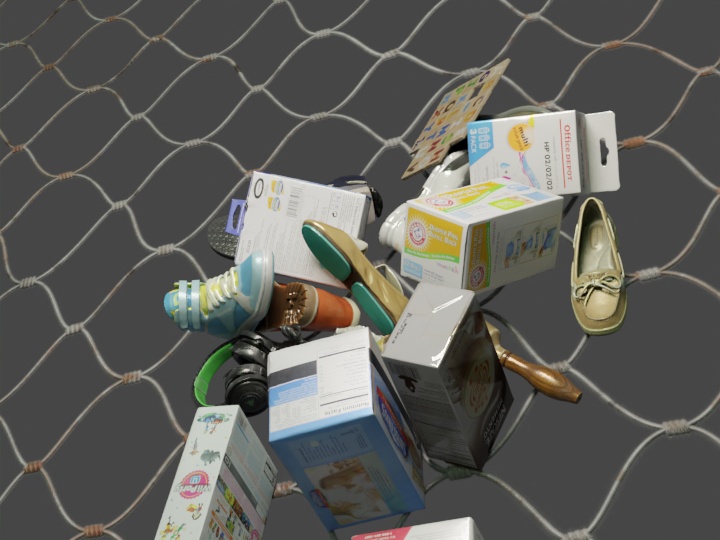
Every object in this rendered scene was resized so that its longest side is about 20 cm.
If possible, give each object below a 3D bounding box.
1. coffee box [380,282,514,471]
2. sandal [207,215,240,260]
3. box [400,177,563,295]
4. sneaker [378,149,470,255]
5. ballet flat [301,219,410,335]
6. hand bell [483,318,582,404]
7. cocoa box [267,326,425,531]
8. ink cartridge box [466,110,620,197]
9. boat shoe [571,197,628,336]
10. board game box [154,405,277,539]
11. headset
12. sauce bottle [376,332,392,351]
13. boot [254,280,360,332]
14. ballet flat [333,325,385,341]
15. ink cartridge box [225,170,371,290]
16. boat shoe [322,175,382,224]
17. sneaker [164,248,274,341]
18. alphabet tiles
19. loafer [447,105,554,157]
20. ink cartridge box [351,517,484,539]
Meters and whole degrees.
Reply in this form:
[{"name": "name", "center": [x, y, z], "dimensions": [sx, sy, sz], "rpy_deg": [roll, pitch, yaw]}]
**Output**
[{"name": "coffee box", "center": [0.106, 0.127, 1.471], "dimensions": [0.079, 0.201, 0.115], "rpy_deg": [9, 53, 31]}, {"name": "sandal", "center": [-0.144, -0.028, 1.875], "dimensions": [0.198, 0.045, 0.076], "rpy_deg": [18, 60, 20]}, {"name": "box", "center": [0.158, -0.045, 1.622], "dimensions": [0.112, 0.103, 0.199], "rpy_deg": [22, 27, 39]}, {"name": "sneaker", "center": [0.116, -0.089, 1.791], "dimensions": [0.080, 0.074, 0.200], "rpy_deg": [33, 71, 28]}, {"name": "ballet flat", "center": [0.000, 0.000, 1.690], "dimensions": [0.063, 0.201, 0.069], "rpy_deg": [-40, 3, -29]}, {"name": "hand bell", "center": [0.187, 0.113, 1.551], "dimensions": [0.199, 0.105, 0.104], "rpy_deg": [28, 63, 28]}, {"name": "cocoa box", "center": [-0.015, 0.190, 1.468], "dimensions": [0.132, 0.201, 0.132], "rpy_deg": [-16, 44, 12]}, {"name": "ink cartridge box", "center": [0.254, -0.158, 1.739], "dimensions": [0.198, 0.068, 0.117], "rpy_deg": [-5, 90, 23]}, {"name": "boat shoe", "center": [0.304, -0.005, 1.606], "dimensions": [0.072, 0.063, 0.202], "rpy_deg": [-7, 45, 20]}, {"name": "board game box", "center": [-0.168, 0.286, 1.490], "dimensions": [0.064, 0.148, 0.201], "rpy_deg": [-6, 45, 19]}, {"name": "headset", "center": [-0.152, 0.127, 1.680], "dimensions": [0.198, 0.094, 0.124], "rpy_deg": [-18, 42, 27]}, {"name": "sauce bottle", "center": [-0.006, 0.148, 1.564], "dimensions": [0.199, 0.064, 0.065], "rpy_deg": [-38, 36, 27]}, {"name": "boot", "center": [-0.082, 0.057, 1.737], "dimensions": [0.199, 0.106, 0.076], "rpy_deg": [4, 83, 59]}, {"name": "ballet flat", "center": [0.044, 0.118, 1.618], "dimensions": [0.072, 0.072, 0.199], "rpy_deg": [-44, 47, -19]}, {"name": "ink cartridge box", "center": [-0.095, -0.060, 1.760], "dimensions": [0.198, 0.076, 0.138], "rpy_deg": [12, 89, 6]}, {"name": "boat shoe", "center": [-0.068, -0.089, 1.858], "dimensions": [0.198, 0.075, 0.093], "rpy_deg": [-11, 22, -3]}, {"name": "sneaker", "center": [-0.195, 0.033, 1.699], "dimensions": [0.129, 0.200, 0.080], "rpy_deg": [9, 54, -18]}, {"name": "alphabet tiles", "center": [0.132, -0.220, 1.865], "dimensions": [0.167, 0.008, 0.201], "rpy_deg": [-22, 31, 56]}, {"name": "loafer", "center": [0.211, -0.190, 1.837], "dimensions": [0.198, 0.075, 0.070], "rpy_deg": [-2, 50, 38]}, {"name": "ink cartridge box", "center": [0.063, 0.379, 1.330], "dimensions": [0.144, 0.084, 0.201], "rpy_deg": [-11, 44, 17]}]
